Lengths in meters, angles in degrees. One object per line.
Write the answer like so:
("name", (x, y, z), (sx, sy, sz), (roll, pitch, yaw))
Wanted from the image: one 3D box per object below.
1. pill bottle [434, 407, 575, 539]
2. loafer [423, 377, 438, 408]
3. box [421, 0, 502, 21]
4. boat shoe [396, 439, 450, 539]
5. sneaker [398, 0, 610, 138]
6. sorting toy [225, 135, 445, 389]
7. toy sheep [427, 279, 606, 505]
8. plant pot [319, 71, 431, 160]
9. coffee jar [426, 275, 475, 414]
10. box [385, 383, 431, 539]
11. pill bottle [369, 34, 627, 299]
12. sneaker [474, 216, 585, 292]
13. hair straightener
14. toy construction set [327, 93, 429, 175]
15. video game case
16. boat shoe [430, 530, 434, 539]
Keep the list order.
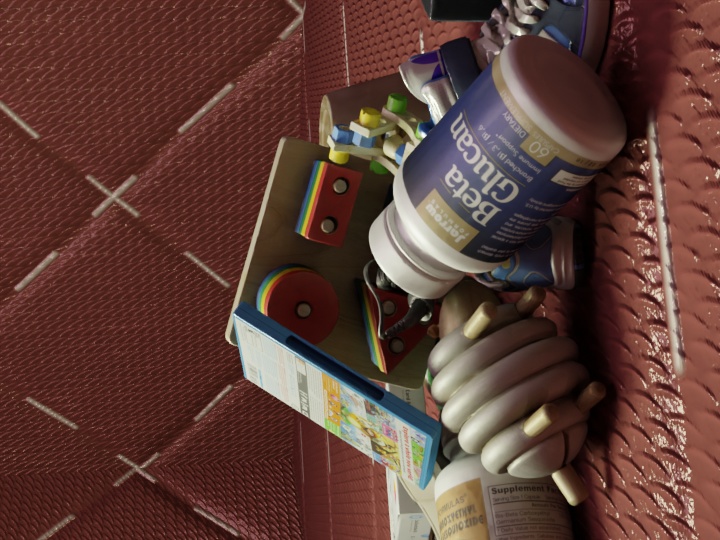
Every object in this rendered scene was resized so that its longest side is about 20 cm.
("pill bottle", (0.123, 0.211, 1.033), (0.115, 0.113, 0.201), (102, 163, -60))
("loafer", (0.097, 0.123, 1.339), (0.075, 0.069, 0.201), (105, 161, -64))
("box", (0.102, -0.340, 1.017), (0.197, 0.116, 0.201), (-105, 16, -55))
("boat shoe", (0.097, 0.236, 1.136), (0.067, 0.057, 0.201), (-11, 111, 41))
("sneaker", (0.105, -0.174, 0.935), (0.081, 0.145, 0.201), (-102, 12, -48))
("sorting toy", (0.000, 0.000, 1.115), (0.070, 0.199, 0.200), (-151, 77, -71))
("toy sheep", (0.124, 0.096, 0.963), (0.138, 0.137, 0.201), (105, 142, -64))
("plant pot", (0.049, -0.126, 1.255), (0.200, 0.172, 0.202), (177, 90, -81))
("coffee jar", (0.107, 0.088, 1.206), (0.200, 0.085, 0.105), (-109, 16, -60))
("box", (0.049, 0.207, 1.281), (0.200, 0.041, 0.157), (87, 178, -64))
("pill bottle", (0.094, -0.069, 0.901), (0.200, 0.110, 0.112), (-47, 37, 36))
("sneaker", (0.131, -0.021, 1.042), (0.200, 0.076, 0.076), (-168, 74, -83))
("hair straightener", (0.043, -0.008, 1.007), (0.200, 0.077, 0.041), (-55, -6, -50))
("toy construction set", (0.081, -0.117, 1.077), (0.131, 0.199, 0.093), (35, 137, 36))
("video game case", (-0.021, 0.111, 1.047), (0.018, 0.199, 0.143), (-53, -15, -23))
("boat shoe", (0.102, 0.320, 1.341), (0.069, 0.073, 0.202), (93, 172, -70))
